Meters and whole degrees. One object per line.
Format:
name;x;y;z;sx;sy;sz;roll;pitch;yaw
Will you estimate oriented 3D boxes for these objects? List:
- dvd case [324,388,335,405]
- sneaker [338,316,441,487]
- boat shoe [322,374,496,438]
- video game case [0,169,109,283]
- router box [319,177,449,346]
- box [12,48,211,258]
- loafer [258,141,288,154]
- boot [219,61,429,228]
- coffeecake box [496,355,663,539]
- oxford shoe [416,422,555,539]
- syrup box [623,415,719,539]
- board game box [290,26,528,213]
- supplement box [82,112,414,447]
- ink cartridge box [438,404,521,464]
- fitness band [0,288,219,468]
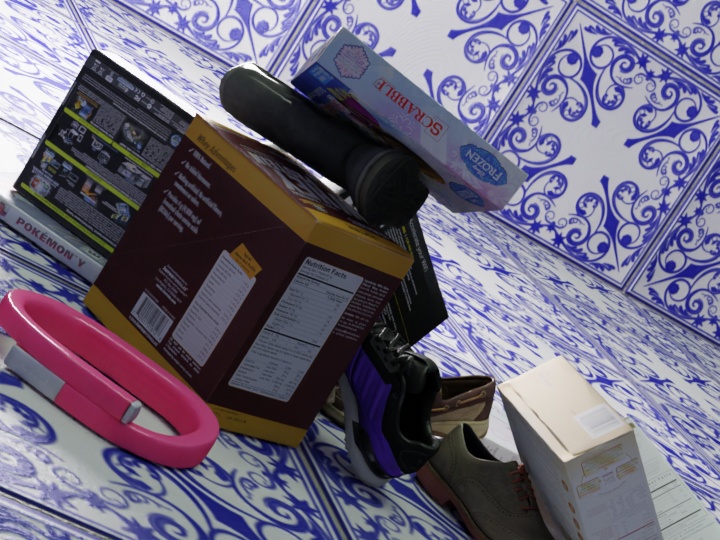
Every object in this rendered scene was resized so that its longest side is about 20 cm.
dvd case;-0.067;0.009;1.687;0.016;0.200;0.149;-19;38;-33
sneaker;0.025;0.084;1.572;0.069;0.099;0.201;-7;78;-48
boat shoe;0.052;0.122;1.755;0.200;0.072;0.072;8;21;-31
video game case;-0.284;-0.044;1.748;0.182;0.023;0.200;34;10;9
router box;0.000;0.000;1.774;0.051;0.149;0.200;15;-49;46
box;-0.209;-0.091;1.676;0.200;0.160;0.044;35;11;16
loafer;-0.099;-0.029;1.784;0.070;0.200;0.070;-2;5;29
boot;-0.039;-0.121;1.568;0.200;0.073;0.182;42;-3;13
coffeecake box;0.208;0.204;1.620;0.154;0.073;0.200;-130;-162;-60
oxford shoe;0.134;0.215;1.632;0.200;0.075;0.070;39;12;34
syrup box;0.288;0.249;1.751;0.200;0.081;0.079;52;-22;34
board game box;0.037;-0.126;1.551;0.199;0.041;0.200;38;-4;-7
supplement box;-0.100;0.008;1.545;0.133;0.200;0.197;22;15;-48
ink cartridge box;0.085;0.151;1.873;0.200;0.057;0.163;34;9;-20
fitness band;-0.197;0.081;1.371;0.200;0.037;0.144;36;10;11
